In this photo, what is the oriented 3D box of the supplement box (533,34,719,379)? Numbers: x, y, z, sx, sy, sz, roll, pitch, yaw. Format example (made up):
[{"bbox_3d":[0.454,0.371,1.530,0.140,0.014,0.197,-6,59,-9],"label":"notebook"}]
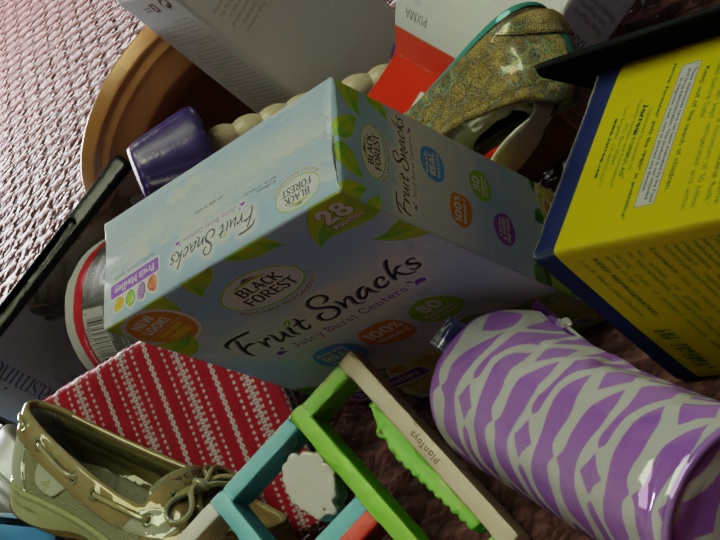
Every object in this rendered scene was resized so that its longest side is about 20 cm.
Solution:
[{"bbox_3d":[0.190,-0.034,0.657,0.200,0.109,0.110,-11,48,50],"label":"supplement box"}]

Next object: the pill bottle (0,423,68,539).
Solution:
[{"bbox_3d":[-0.265,0.203,1.051,0.200,0.109,0.109,-53,28,-1],"label":"pill bottle"}]

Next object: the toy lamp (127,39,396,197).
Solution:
[{"bbox_3d":[-0.048,-0.097,0.999,0.200,0.058,0.058,-24,27,-9],"label":"toy lamp"}]

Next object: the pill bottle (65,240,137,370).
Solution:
[{"bbox_3d":[-0.090,0.015,0.994,0.200,0.111,0.111,-13,47,49],"label":"pill bottle"}]

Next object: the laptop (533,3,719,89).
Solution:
[{"bbox_3d":[0.208,-0.146,0.742,0.177,0.103,0.200,-11,40,50],"label":"laptop"}]

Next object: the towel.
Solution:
[{"bbox_3d":[-0.106,0.109,0.929,0.200,0.022,0.145,-29,81,36],"label":"towel"}]

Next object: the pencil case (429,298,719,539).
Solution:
[{"bbox_3d":[0.109,0.072,0.686,0.086,0.084,0.200,-45,29,-9],"label":"pencil case"}]

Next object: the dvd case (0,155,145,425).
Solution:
[{"bbox_3d":[-0.186,0.030,1.111,0.018,0.143,0.200,37,89,36],"label":"dvd case"}]

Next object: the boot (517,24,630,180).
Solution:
[{"bbox_3d":[0.085,-0.116,0.962,0.155,0.077,0.200,-46,36,20],"label":"boot"}]

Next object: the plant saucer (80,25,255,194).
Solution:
[{"bbox_3d":[-0.112,-0.109,1.138,0.037,0.200,0.200,36,88,26],"label":"plant saucer"}]

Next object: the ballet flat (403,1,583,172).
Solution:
[{"bbox_3d":[0.043,-0.060,0.830,0.200,0.071,0.071,-40,29,42],"label":"ballet flat"}]

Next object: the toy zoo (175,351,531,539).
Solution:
[{"bbox_3d":[-0.029,0.155,0.782,0.200,0.020,0.131,-48,62,8],"label":"toy zoo"}]

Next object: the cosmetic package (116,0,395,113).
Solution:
[{"bbox_3d":[-0.051,-0.162,1.061,0.074,0.200,0.102,1,57,56],"label":"cosmetic package"}]

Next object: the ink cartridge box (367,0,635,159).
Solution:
[{"bbox_3d":[0.065,-0.138,0.893,0.200,0.057,0.163,-52,38,1],"label":"ink cartridge box"}]

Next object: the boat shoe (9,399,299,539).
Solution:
[{"bbox_3d":[-0.119,0.122,0.883,0.201,0.073,0.063,12,107,38],"label":"boat shoe"}]

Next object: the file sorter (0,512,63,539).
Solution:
[{"bbox_3d":[-0.294,0.209,0.936,0.200,0.123,0.139,-2,77,14],"label":"file sorter"}]

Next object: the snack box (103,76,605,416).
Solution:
[{"bbox_3d":[0.000,0.000,0.795,0.169,0.200,0.068,-29,53,37],"label":"snack box"}]
